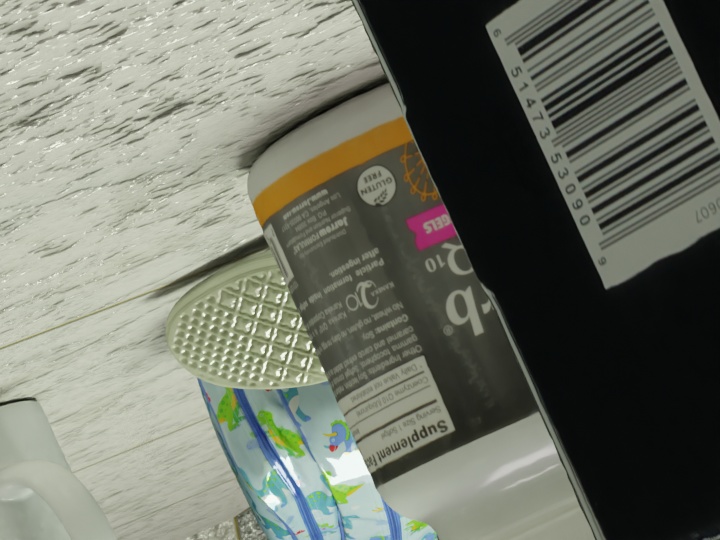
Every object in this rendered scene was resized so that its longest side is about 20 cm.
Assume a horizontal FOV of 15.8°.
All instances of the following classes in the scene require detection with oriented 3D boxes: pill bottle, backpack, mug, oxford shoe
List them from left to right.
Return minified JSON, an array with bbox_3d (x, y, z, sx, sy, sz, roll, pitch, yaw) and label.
[{"bbox_3d":[-0.191,0.170,1.383,0.147,0.176,0.200,-17,170,-44],"label":"mug"},{"bbox_3d":[-0.017,0.080,1.408,0.153,0.164,0.200,-14,162,-17],"label":"backpack"},{"bbox_3d":[0.000,0.000,1.242,0.199,0.075,0.058,-24,-151,14],"label":"oxford shoe"},{"bbox_3d":[0.043,0.028,1.019,0.116,0.201,0.116,-24,174,-3],"label":"pill bottle"}]

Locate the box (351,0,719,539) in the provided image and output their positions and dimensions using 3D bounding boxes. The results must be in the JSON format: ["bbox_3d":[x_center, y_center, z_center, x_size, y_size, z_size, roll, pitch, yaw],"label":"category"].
[{"bbox_3d":[0.120,-0.059,0.637,0.196,0.201,0.124,-17,170,-45],"label":"box"}]
